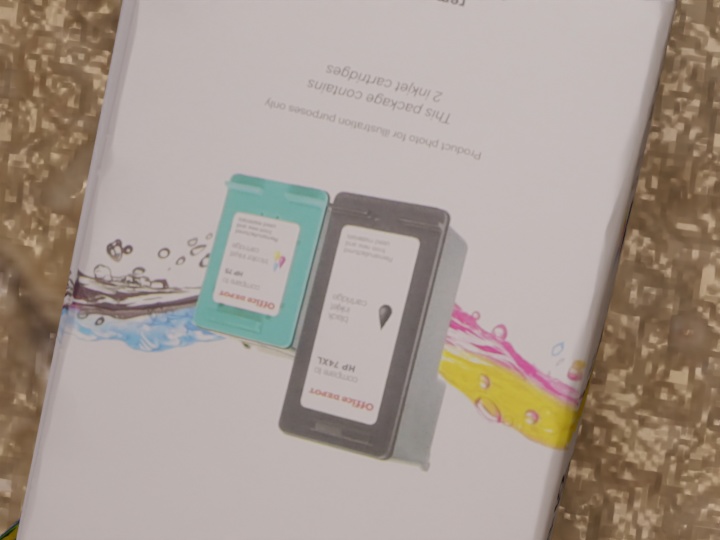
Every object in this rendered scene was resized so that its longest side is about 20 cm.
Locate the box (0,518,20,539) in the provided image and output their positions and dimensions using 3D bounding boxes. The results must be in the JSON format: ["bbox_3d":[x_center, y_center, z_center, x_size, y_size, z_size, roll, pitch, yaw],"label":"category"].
[{"bbox_3d":[-0.154,0.173,0.858,0.070,0.064,0.200,44,100,0],"label":"box"}]

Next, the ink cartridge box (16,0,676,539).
[{"bbox_3d":[0.000,0.000,0.774,0.146,0.147,0.200,14,99,5],"label":"ink cartridge box"}]
